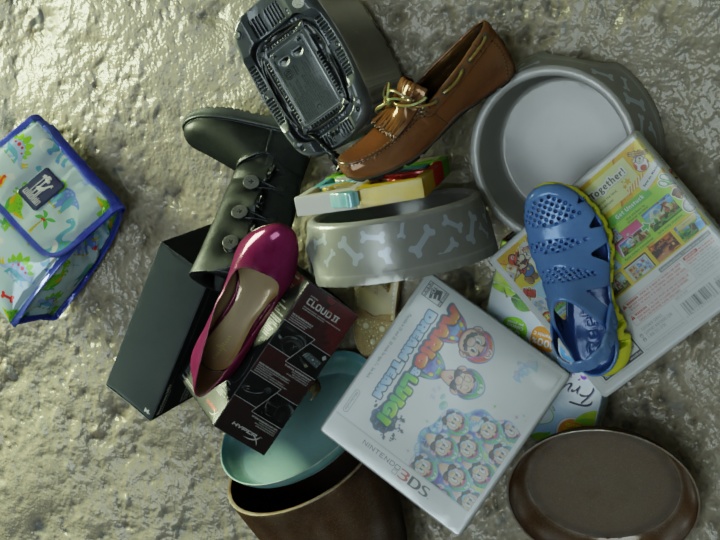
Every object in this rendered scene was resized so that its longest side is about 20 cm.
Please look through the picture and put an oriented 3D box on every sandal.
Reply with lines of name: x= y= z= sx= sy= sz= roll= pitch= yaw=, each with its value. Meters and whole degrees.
sandal: x=0.203 y=0.015 z=1.237 sx=0.079 sy=0.087 sz=0.203 roll=-16 pitch=98 yaw=30
sandal: x=0.005 y=0.000 z=1.429 sx=0.077 sy=0.069 sz=0.215 roll=3 pitch=105 yaw=26

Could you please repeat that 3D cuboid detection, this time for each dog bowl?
dog bowl: x=0.037 y=-0.036 z=1.297 sx=0.197 sy=0.200 sz=0.060 roll=-6 pitch=101 yaw=28
dog bowl: x=0.199 y=-0.118 z=1.306 sx=0.197 sy=0.059 sz=0.203 roll=8 pitch=108 yaw=25

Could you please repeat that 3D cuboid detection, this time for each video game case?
video game case: x=0.252 y=-0.003 z=1.269 sx=0.182 sy=0.023 sz=0.200 roll=49 pitch=120 yaw=2
video game case: x=0.086 y=0.135 z=1.342 sx=0.181 sy=0.024 sz=0.201 roll=35 pitch=89 yaw=12

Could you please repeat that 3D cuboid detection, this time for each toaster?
toaster: x=-0.032 y=-0.205 z=1.356 sx=0.113 sy=0.129 sz=0.202 roll=-32 pitch=88 yaw=30

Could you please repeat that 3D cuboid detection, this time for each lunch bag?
lunch bag: x=-0.396 y=-0.061 z=1.591 sx=0.170 sy=0.127 sz=0.200 roll=45 pitch=106 yaw=11

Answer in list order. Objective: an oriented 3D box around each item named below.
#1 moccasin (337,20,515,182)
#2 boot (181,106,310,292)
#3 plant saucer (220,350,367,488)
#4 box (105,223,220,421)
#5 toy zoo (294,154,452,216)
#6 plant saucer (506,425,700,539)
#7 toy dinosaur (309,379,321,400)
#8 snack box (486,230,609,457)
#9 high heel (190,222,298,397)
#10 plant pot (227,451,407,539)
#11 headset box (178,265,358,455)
moccasin: x=0.057 y=-0.163 z=1.269 sx=0.200 sy=0.074 sz=0.078 roll=-37 pitch=119 yaw=5
boot: x=-0.144 y=-0.073 z=1.417 sx=0.162 sy=0.066 sz=0.203 roll=6 pitch=67 yaw=20
plant saucer: x=-0.065 y=0.169 z=1.453 sx=0.198 sy=0.201 sz=0.028 roll=-17 pitch=123 yaw=29
box: x=-0.196 y=0.054 z=1.505 sx=0.078 sy=0.141 sz=0.202 roll=32 pitch=115 yaw=14
toy zoo: x=0.014 y=-0.084 z=1.313 sx=0.129 sy=0.200 sz=0.021 roll=-8 pitch=101 yaw=14
plant saucer: x=0.250 y=0.229 z=1.357 sx=0.197 sy=0.032 sz=0.202 roll=6 pitch=128 yaw=8
toy dinosaur: x=-0.068 y=0.112 z=1.474 sx=0.058 sy=0.102 sz=0.199 roll=35 pitch=163 yaw=-28
snack box: x=0.198 y=0.075 z=1.362 sx=0.141 sy=0.053 sz=0.203 roll=18 pitch=112 yaw=21
high heel: x=-0.115 y=0.042 z=1.307 sx=0.067 sy=0.097 sz=0.201 roll=22 pitch=133 yaw=-7
plant pot: x=-0.025 y=0.288 z=1.478 sx=0.185 sy=0.188 sz=0.202 roll=-13 pitch=116 yaw=29
headset box: x=-0.098 y=0.074 z=1.419 sx=0.077 sy=0.149 sz=0.201 roll=35 pitch=90 yaw=-28
